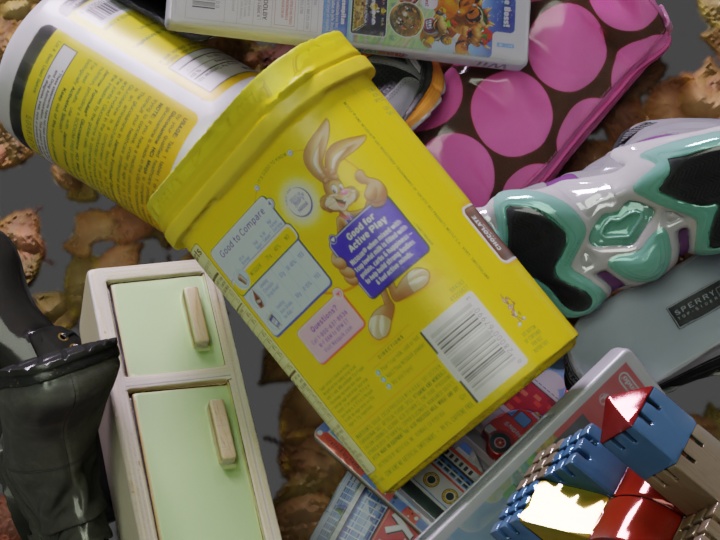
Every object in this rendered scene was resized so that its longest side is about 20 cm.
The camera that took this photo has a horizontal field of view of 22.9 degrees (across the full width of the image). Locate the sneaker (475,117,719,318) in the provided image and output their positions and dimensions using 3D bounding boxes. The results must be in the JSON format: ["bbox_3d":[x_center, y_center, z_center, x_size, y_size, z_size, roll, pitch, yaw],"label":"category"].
[{"bbox_3d":[0.137,-0.032,0.979,0.200,0.140,0.078,-16,102,15],"label":"sneaker"}]

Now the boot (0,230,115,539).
[{"bbox_3d":[-0.158,0.053,1.071,0.138,0.077,0.200,-19,84,5],"label":"boot"}]

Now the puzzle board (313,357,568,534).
[{"bbox_3d":[0.097,0.104,0.976,0.200,0.017,0.151,40,66,18],"label":"puzzle board"}]

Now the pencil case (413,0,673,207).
[{"bbox_3d":[0.098,-0.097,1.029,0.094,0.091,0.200,37,85,23],"label":"pencil case"}]

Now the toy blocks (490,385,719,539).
[{"bbox_3d":[0.127,0.130,0.817,0.137,0.200,0.100,39,56,-5],"label":"toy blocks"}]

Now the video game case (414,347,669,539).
[{"bbox_3d":[0.107,0.157,0.907,0.200,0.017,0.143,-42,102,-14],"label":"video game case"}]

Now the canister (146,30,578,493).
[{"bbox_3d":[0.000,0.000,0.918,0.200,0.087,0.149,51,130,6],"label":"canister"}]

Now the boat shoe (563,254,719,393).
[{"bbox_3d":[0.204,0.023,0.975,0.199,0.068,0.074,-29,74,-7],"label":"boat shoe"}]

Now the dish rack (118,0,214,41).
[{"bbox_3d":[-0.098,-0.251,1.041,0.153,0.055,0.200,31,112,29],"label":"dish rack"}]

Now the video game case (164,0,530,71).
[{"bbox_3d":[-0.002,-0.191,0.974,0.200,0.018,0.143,5,81,-11],"label":"video game case"}]

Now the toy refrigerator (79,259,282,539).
[{"bbox_3d":[-0.100,0.093,0.976,0.076,0.070,0.200,-5,57,-17],"label":"toy refrigerator"}]

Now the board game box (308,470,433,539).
[{"bbox_3d":[0.003,0.199,0.986,0.200,0.062,0.200,26,83,19],"label":"board game box"}]

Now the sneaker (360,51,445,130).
[{"bbox_3d":[0.001,-0.132,1.025,0.078,0.077,0.200,-32,31,29],"label":"sneaker"}]

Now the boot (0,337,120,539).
[{"bbox_3d":[-0.150,0.115,0.940,0.068,0.200,0.131,-15,80,-21],"label":"boot"}]

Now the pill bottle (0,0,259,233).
[{"bbox_3d":[-0.112,-0.084,1.068,0.200,0.112,0.112,32,85,21],"label":"pill bottle"}]
